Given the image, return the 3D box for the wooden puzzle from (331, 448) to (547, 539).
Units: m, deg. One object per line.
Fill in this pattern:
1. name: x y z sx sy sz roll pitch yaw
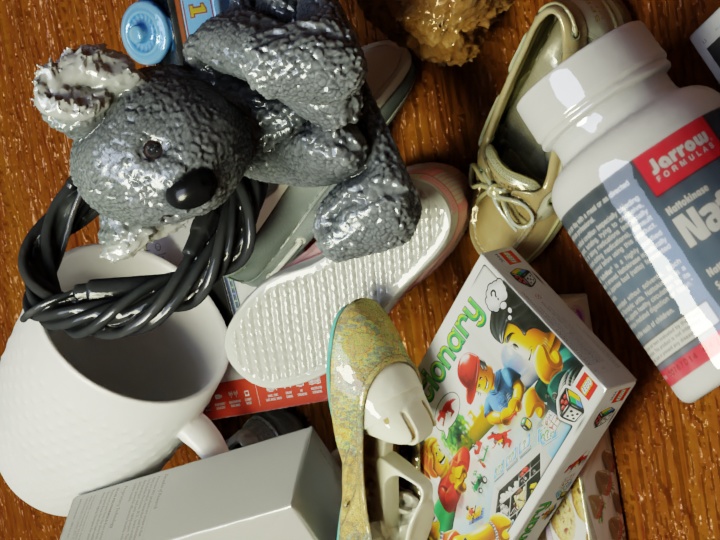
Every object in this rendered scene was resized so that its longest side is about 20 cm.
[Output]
1. wooden puzzle: 0.056 0.216 1.525 0.199 0.046 0.186 -3 99 44

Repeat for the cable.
1. cable: -0.148 -0.025 1.477 0.200 0.051 0.163 -42 52 1

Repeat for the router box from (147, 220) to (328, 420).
1. router box: -0.086 0.012 1.601 0.199 0.049 0.181 -13 92 45

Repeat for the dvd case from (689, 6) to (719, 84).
1. dvd case: 0.288 -0.097 1.225 0.150 0.025 0.201 -45 71 41

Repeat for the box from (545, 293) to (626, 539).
1. box: 0.137 0.116 1.422 0.041 0.039 0.201 -2 100 44

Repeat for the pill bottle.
1. pill bottle: 0.180 -0.037 1.266 0.120 0.119 0.201 -41 80 43

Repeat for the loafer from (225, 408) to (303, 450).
1. loafer: -0.097 0.189 1.649 0.070 0.070 0.201 38 125 30

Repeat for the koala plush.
1. koala plush: -0.091 -0.089 1.357 0.184 0.199 0.178 -114 1 -50

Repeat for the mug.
1. mug: -0.174 0.108 1.587 0.200 0.148 0.176 40 131 9

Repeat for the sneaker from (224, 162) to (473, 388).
1. sneaker: 0.000 0.000 1.468 0.200 0.105 0.075 -42 90 24

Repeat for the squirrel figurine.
1. squirrel figurine: 0.019 -0.222 1.375 0.186 0.141 0.201 -12 91 52

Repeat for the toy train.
1. toy train: -0.106 -0.175 1.545 0.114 0.087 0.201 -4 99 39

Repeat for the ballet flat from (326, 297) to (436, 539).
1. ballet flat: 0.019 0.117 1.410 0.070 0.071 0.201 16 114 40

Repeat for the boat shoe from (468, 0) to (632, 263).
1. boat shoe: 0.106 -0.085 1.377 0.073 0.063 0.201 44 128 26

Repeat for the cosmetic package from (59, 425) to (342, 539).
1. cosmetic package: -0.100 0.194 1.512 0.199 0.085 0.108 -18 123 21

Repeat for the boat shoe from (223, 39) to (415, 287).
1. boat shoe: -0.029 -0.070 1.486 0.200 0.062 0.073 -47 39 5

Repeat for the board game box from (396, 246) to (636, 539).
1. board game box: 0.084 0.102 1.411 0.126 0.034 0.201 48 128 29
